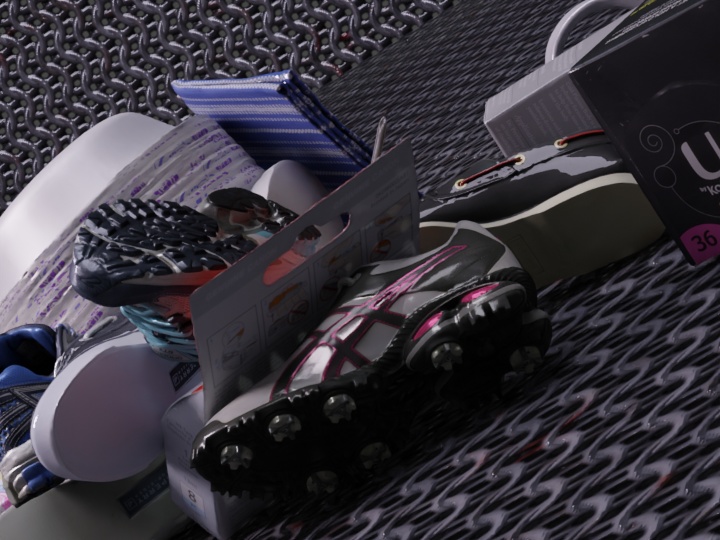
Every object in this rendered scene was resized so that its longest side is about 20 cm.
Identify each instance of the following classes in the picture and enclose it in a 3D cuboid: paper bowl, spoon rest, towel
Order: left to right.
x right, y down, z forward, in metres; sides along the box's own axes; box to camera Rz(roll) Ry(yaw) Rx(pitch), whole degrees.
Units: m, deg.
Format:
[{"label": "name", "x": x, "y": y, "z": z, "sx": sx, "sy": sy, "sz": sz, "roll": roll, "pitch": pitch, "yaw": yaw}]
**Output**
[{"label": "paper bowl", "x": -0.158, "y": -0.020, "z": 1.881, "sx": 0.201, "sy": 0.104, "sz": 0.201, "roll": -45, "pitch": -5, "yaw": -5}, {"label": "towel", "x": -0.015, "y": -0.061, "z": 1.894, "sx": 0.145, "sy": 0.200, "sz": 0.024, "roll": 3, "pitch": 56, "yaw": 58}, {"label": "spoon rest", "x": 0.227, "y": -0.211, "z": 2.360, "sx": 0.200, "sy": 0.061, "sz": 0.099, "roll": -35, "pitch": 8, "yaw": -5}]

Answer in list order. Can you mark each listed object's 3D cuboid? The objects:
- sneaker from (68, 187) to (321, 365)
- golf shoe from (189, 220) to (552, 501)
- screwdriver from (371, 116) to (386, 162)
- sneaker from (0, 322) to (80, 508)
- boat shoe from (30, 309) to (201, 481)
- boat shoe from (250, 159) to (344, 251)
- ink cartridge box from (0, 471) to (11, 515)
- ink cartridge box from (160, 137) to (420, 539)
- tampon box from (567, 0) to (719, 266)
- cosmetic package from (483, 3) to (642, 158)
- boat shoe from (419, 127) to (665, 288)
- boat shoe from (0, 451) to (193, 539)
[{"label": "sneaker", "x": -0.088, "y": 0.013, "z": 1.563, "sx": 0.200, "sy": 0.078, "sz": 0.086, "roll": -7, "pitch": -59, "yaw": -61}, {"label": "golf shoe", "x": 0.000, "y": 0.050, "z": 1.542, "sx": 0.200, "sy": 0.077, "sz": 0.088, "roll": -27, "pitch": 46, "yaw": 3}, {"label": "screwdriver", "x": 0.000, "y": 0.000, "z": 1.753, "sx": 0.028, "sy": 0.029, "sz": 0.200, "roll": -16, "pitch": 50, "yaw": 46}, {"label": "sneaker", "x": -0.169, "y": 0.063, "z": 1.711, "sx": 0.077, "sy": 0.085, "sz": 0.200, "roll": -29, "pitch": 6, "yaw": 13}, {"label": "boat shoe", "x": -0.134, "y": 0.059, "z": 1.626, "sx": 0.068, "sy": 0.072, "sz": 0.200, "roll": -5, "pitch": 21, "yaw": 29}, {"label": "boat shoe", "x": -0.063, "y": -0.003, "z": 1.800, "sx": 0.068, "sy": 0.072, "sz": 0.200, "roll": -32, "pitch": 18, "yaw": 23}, {"label": "ink cartridge box", "x": -0.190, "y": 0.148, "z": 1.819, "sx": 0.200, "sy": 0.067, "sz": 0.117, "roll": -33, "pitch": 9, "yaw": 1}, {"label": "ink cartridge box", "x": -0.038, "y": 0.030, "z": 1.590, "sx": 0.160, "sy": 0.047, "sz": 0.200, "roll": -37, "pitch": -35, "yaw": -27}, {"label": "tampon box", "x": 0.233, "y": -0.119, "z": 1.546, "sx": 0.150, "sy": 0.126, "sz": 0.200, "roll": -27, "pitch": 11, "yaw": 40}, {"label": "cosmetic package", "x": 0.181, "y": -0.102, "z": 1.731, "sx": 0.200, "sy": 0.107, "sz": 0.090, "roll": -30, "pitch": 9, "yaw": 8}, {"label": "boat shoe", "x": 0.074, "y": -0.023, "z": 1.683, "sx": 0.201, "sy": 0.074, "sz": 0.063, "roll": -19, "pitch": 39, "yaw": 12}, {"label": "boat shoe", "x": -0.132, "y": 0.137, "z": 1.711, "sx": 0.201, "sy": 0.070, "sz": 0.072, "roll": -33, "pitch": -11, "yaw": 6}]
